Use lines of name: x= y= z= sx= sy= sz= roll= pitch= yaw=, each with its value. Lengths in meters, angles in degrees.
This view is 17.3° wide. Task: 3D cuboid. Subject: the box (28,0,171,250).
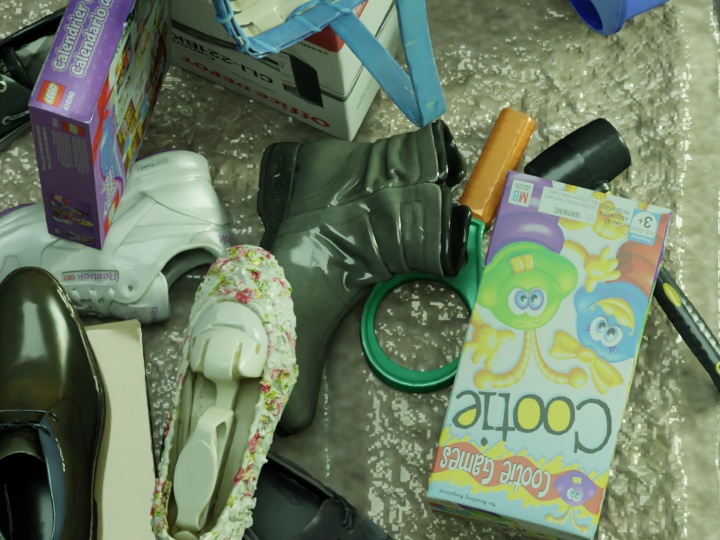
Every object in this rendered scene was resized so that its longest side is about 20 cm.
box: x=-0.150 y=-0.111 z=1.390 sx=0.039 sy=0.200 sz=0.138 roll=17 pitch=70 yaw=2

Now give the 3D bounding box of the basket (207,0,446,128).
basket: x=-0.023 y=-0.188 z=1.292 sx=0.139 sy=0.177 sz=0.200 roll=-30 pitch=62 yaw=-10

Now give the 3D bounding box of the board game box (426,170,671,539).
board game box: x=0.114 y=0.057 z=1.427 sx=0.104 sy=0.103 sz=0.201 roll=13 pitch=81 yaw=7

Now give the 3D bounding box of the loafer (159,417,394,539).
loafer: x=-0.044 y=0.154 z=1.434 sx=0.200 sy=0.063 sz=0.072 roll=36 pitch=75 yaw=14

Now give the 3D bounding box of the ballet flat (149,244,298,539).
ballet flat: x=-0.080 y=0.081 z=1.392 sx=0.075 sy=0.064 sz=0.202 roll=7 pitch=83 yaw=10

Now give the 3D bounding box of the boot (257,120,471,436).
boot: x=0.000 y=0.000 z=1.464 sx=0.130 sy=0.068 sz=0.201 roll=-5 pitch=67 yaw=20

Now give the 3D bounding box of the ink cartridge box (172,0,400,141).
ink cartridge box: x=-0.056 y=-0.176 z=1.486 sx=0.144 sy=0.200 sz=0.084 roll=25 pitch=76 yaw=10

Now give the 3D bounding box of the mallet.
mallet: x=0.173 y=0.000 z=1.502 sx=0.066 sy=0.041 sz=0.201 roll=-25 pitch=75 yaw=-7

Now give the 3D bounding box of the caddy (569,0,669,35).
caddy: x=0.148 y=-0.252 z=1.539 sx=0.104 sy=0.142 sz=0.201 roll=-20 pitch=69 yaw=-9

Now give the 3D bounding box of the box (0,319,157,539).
box: x=-0.226 y=0.123 z=1.465 sx=0.198 sy=0.021 sz=0.165 roll=-7 pitch=77 yaw=-1

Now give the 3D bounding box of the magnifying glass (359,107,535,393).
magnifying glass: x=0.063 y=-0.014 z=1.517 sx=0.079 sy=0.022 sz=0.201 roll=23 pitch=71 yaw=10

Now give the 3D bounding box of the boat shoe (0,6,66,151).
boat shoe: x=-0.227 y=-0.127 z=1.548 sx=0.199 sy=0.057 sz=0.069 roll=-28 pitch=71 yaw=-9

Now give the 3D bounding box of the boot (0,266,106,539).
boot: x=-0.192 y=0.089 z=1.408 sx=0.074 sy=0.097 sz=0.201 roll=-8 pitch=80 yaw=-1

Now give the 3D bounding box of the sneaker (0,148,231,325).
sneaker: x=-0.174 y=-0.001 z=1.490 sx=0.199 sy=0.075 sz=0.100 roll=-25 pitch=75 yaw=-5
